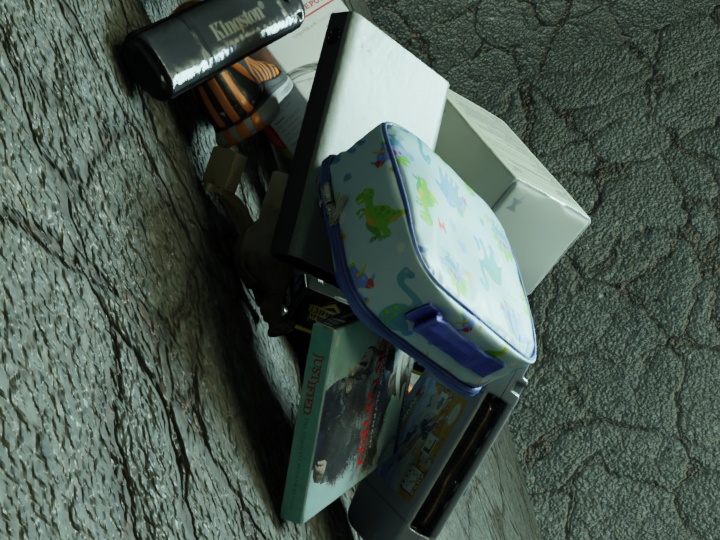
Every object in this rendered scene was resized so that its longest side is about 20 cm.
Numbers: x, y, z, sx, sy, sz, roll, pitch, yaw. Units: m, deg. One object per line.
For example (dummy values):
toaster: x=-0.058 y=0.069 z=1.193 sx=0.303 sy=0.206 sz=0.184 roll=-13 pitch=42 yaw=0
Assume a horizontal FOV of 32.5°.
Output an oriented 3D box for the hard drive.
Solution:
hard drive: x=0.003 y=-0.085 z=0.993 sx=0.139 sy=0.033 sz=0.201 roll=27 pitch=73 yaw=-48

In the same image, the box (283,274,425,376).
box: x=0.000 y=0.000 z=1.167 sx=0.159 sy=0.049 sz=0.201 roll=23 pitch=30 yaw=-23

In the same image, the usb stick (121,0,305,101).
usb stick: x=-0.107 y=-0.183 z=0.942 sx=0.056 sy=0.033 sz=0.200 roll=53 pitch=40 yaw=-4

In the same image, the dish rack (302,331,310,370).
dish rack: x=0.002 y=0.130 z=1.180 sx=0.154 sy=0.054 sz=0.201 roll=-95 pitch=165 yaw=-55

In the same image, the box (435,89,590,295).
box: x=0.126 y=-0.088 z=1.302 sx=0.127 sy=0.109 sz=0.200 roll=23 pitch=24 yaw=-39

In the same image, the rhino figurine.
rhino figurine: x=-0.031 y=-0.031 z=1.028 sx=0.200 sy=0.060 sz=0.088 roll=-39 pitch=117 yaw=-40

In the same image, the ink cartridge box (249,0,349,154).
ink cartridge box: x=-0.049 y=-0.195 z=1.183 sx=0.116 sy=0.067 sz=0.200 roll=-40 pitch=95 yaw=-37

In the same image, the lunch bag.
lunch bag: x=0.052 y=-0.004 z=0.926 sx=0.200 sy=0.082 sz=0.162 roll=36 pitch=32 yaw=-47

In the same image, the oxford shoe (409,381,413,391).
oxford shoe: x=0.041 y=0.143 z=1.345 sx=0.073 sy=0.071 sz=0.201 roll=-108 pitch=173 yaw=-49

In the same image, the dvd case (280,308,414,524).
dvd case: x=-0.001 y=0.095 z=0.942 sx=0.200 sy=0.022 sz=0.147 roll=-18 pitch=120 yaw=-69

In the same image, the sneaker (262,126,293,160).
sneaker: x=-0.037 y=-0.126 z=1.262 sx=0.199 sy=0.079 sz=0.090 roll=30 pitch=5 yaw=23

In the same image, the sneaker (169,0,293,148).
sneaker: x=-0.115 y=-0.180 z=1.043 sx=0.112 sy=0.077 sz=0.200 roll=59 pitch=3 yaw=-17

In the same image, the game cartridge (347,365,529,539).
game cartridge: x=0.060 y=0.146 z=1.035 sx=0.041 sy=0.201 sz=0.133 roll=32 pitch=-3 yaw=-22

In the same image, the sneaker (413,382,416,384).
sneaker: x=0.100 y=0.207 z=1.531 sx=0.200 sy=0.080 sz=0.147 roll=32 pitch=35 yaw=-86

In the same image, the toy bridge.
toy bridge: x=-0.070 y=-0.049 z=1.046 sx=0.200 sy=0.027 sz=0.068 roll=17 pitch=91 yaw=-57
